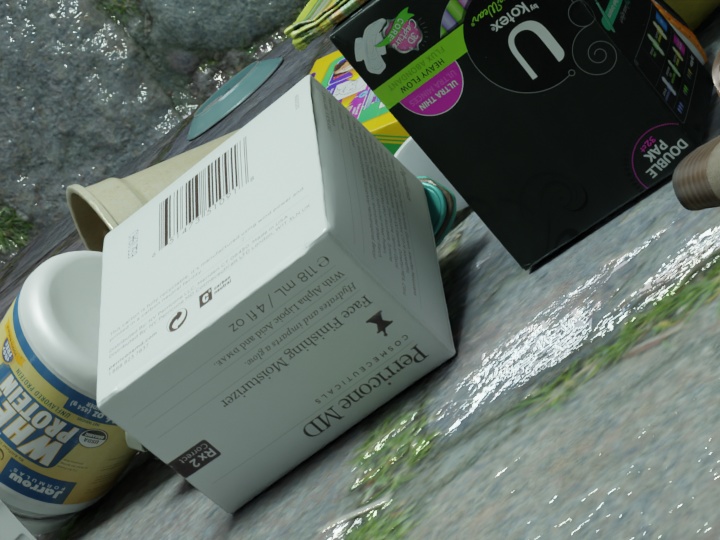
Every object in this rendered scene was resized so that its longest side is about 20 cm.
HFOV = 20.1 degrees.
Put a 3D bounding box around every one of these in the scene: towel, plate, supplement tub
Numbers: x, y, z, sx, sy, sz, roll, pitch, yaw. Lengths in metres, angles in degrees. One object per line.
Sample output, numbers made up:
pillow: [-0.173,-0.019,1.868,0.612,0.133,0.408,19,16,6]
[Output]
towel: [0.037,-0.211,1.267,0.200,0.018,0.086,-35,15,25]
plate: [-0.206,-0.280,3.217,0.200,0.026,0.200,-38,13,10]
supplement tub: [-0.230,0.098,1.575,0.200,0.145,0.145,-53,3,35]

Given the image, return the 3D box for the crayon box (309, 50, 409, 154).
crayon box: [0.020,-0.150,1.843,0.172,0.058,0.200,-19,30,28]

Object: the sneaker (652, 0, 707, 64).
sneaker: [0.142,-0.175,1.383,0.092,0.200,0.076,-47,21,16]

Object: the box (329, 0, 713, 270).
box: [0.107,-0.133,1.297,0.148,0.200,0.124,-34,15,27]

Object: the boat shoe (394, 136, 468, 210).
boat shoe: [0.090,-0.107,1.576,0.200,0.072,0.066,-44,8,-18]

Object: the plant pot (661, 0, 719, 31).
plant pot: [0.175,-0.219,1.500,0.200,0.200,0.142,-106,41,-77]

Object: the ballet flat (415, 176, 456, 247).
ballet flat: [0.000,0.000,1.478,0.200,0.067,0.070,-37,-26,21]

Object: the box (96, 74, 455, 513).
box: [-0.060,0.014,1.342,0.199,0.131,0.200,-37,30,18]

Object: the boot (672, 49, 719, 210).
boot: [0.252,-0.094,1.065,0.146,0.070,0.200,-21,23,42]

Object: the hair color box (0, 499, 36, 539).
hair color box: [-0.284,0.257,1.349,0.200,0.102,0.061,-47,13,-30]

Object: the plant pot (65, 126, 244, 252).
plant pot: [-0.117,-0.029,1.708,0.183,0.201,0.200,-32,10,-14]

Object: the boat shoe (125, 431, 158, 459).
boat shoe: [-0.102,0.085,1.509,0.201,0.060,0.072,-44,-35,-57]
